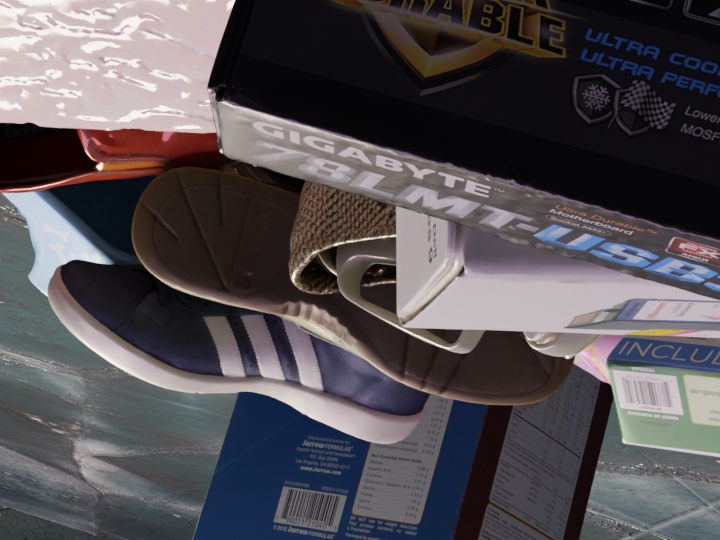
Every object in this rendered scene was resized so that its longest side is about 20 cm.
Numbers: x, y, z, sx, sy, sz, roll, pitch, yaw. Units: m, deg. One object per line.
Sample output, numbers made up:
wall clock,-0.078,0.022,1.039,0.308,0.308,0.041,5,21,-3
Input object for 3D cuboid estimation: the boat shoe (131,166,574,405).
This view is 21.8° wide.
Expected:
boat shoe,-0.001,0.001,0.826,0.200,0.072,0.066,18,-170,-2

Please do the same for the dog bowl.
dog bowl,-0.151,-0.066,0.914,0.200,0.112,0.050,43,141,-16

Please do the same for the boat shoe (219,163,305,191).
boat shoe,-0.052,-0.068,0.914,0.068,0.072,0.200,7,160,25

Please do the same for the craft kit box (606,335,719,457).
craft kit box,0.223,0.006,0.702,0.199,0.198,0.049,5,126,34

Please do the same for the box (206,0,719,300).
box,0.083,-0.099,0.475,0.199,0.199,0.050,16,165,4

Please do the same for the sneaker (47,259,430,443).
sneaker,-0.045,0.014,0.882,0.199,0.085,0.075,16,-154,-27

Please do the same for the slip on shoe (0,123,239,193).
slip on shoe,-0.099,-0.070,0.802,0.199,0.074,0.061,-10,-166,19

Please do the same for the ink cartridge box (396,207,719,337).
ink cartridge box,0.113,-0.056,0.584,0.199,0.146,0.088,2,166,-12

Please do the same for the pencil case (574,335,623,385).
pencil case,0.077,-0.012,0.869,0.199,0.088,0.087,32,164,6

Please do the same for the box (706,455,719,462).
box,0.307,0.064,0.905,0.199,0.125,0.196,27,162,-29

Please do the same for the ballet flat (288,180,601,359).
ballet flat,0.055,-0.003,0.716,0.199,0.076,0.068,5,158,36

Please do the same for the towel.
towel,-0.092,-0.105,0.679,0.199,0.032,0.191,4,155,14

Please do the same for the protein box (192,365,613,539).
protein box,0.031,0.112,1.177,0.198,0.201,0.135,3,158,39
